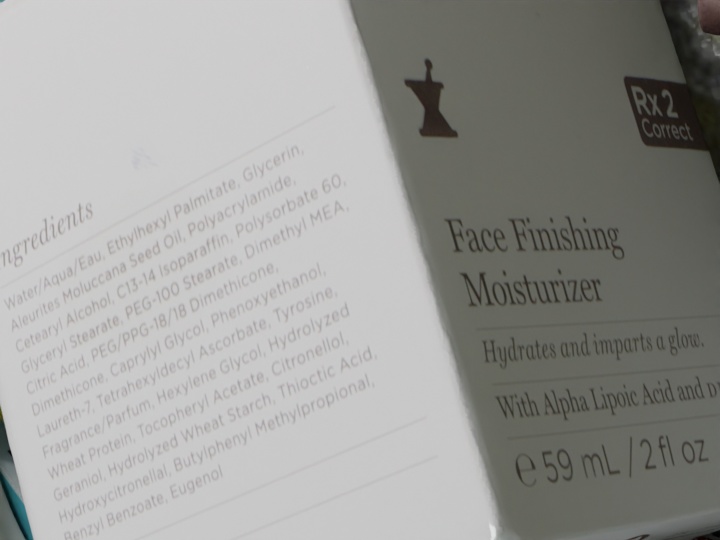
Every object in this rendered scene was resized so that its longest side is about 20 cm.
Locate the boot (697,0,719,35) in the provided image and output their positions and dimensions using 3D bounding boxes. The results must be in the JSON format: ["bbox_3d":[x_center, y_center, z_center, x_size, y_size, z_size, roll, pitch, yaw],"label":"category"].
[{"bbox_3d":[0.177,-0.138,0.647,0.165,0.072,0.202,20,110,31],"label":"boot"}]

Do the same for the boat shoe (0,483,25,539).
[{"bbox_3d":[-0.138,0.081,0.698,0.070,0.063,0.202,-18,90,38],"label":"boat shoe"}]

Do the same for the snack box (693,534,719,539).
[{"bbox_3d":[0.177,0.152,0.811,0.199,0.024,0.072,23,123,18],"label":"snack box"}]

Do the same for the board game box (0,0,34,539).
[{"bbox_3d":[-0.115,0.002,0.798,0.200,0.151,0.047,52,126,14],"label":"board game box"}]

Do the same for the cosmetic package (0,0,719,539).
[{"bbox_3d":[0.000,0.000,0.710,0.164,0.164,0.202,-25,76,36],"label":"cosmetic package"}]
